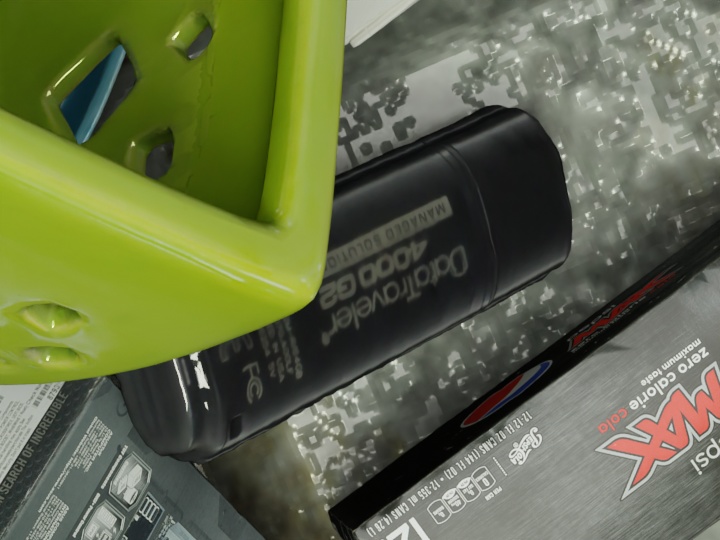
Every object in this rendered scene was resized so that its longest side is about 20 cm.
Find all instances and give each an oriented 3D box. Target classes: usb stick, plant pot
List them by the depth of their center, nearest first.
[{"bbox_3d":[-0.133,-0.078,0.673,0.199,0.181,0.200,26,52,-33],"label":"plant pot"},{"bbox_3d":[0.000,0.000,0.790,0.033,0.200,0.056,-8,101,35],"label":"usb stick"}]

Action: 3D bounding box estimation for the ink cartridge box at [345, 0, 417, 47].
[{"bbox_3d":[-0.003,-0.188,0.802,0.146,0.086,0.200,-41,95,-29],"label":"ink cartridge box"}]

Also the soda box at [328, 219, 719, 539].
[{"bbox_3d":[0.090,0.040,0.845,0.200,0.071,0.063,-36,94,-5],"label":"soda box"}]

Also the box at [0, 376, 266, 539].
[{"bbox_3d":[-0.107,0.131,0.768,0.051,0.158,0.200,24,76,29],"label":"box"}]

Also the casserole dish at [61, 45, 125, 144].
[{"bbox_3d":[-0.116,-0.111,0.836,0.121,0.039,0.200,19,90,-7],"label":"casserole dish"}]
